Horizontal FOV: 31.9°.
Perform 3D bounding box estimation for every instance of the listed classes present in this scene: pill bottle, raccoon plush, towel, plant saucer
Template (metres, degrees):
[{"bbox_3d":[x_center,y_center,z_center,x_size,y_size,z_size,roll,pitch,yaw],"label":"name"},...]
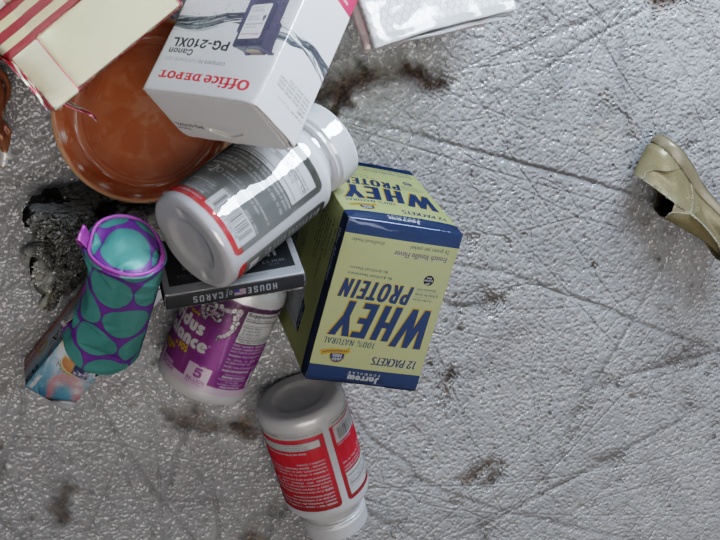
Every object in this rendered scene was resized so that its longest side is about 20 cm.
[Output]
[{"bbox_3d":[-0.054,0.238,1.585,0.112,0.112,0.200,-18,118,-7],"label":"pill bottle"},{"bbox_3d":[-0.153,0.046,1.467,0.112,0.112,0.200,17,108,-22],"label":"pill bottle"},{"bbox_3d":[-0.294,-0.009,1.374,0.097,0.200,0.134,-29,128,-44],"label":"raccoon plush"},{"bbox_3d":[0.065,-0.343,1.335,0.200,0.032,0.192,-19,98,-27],"label":"towel"},{"bbox_3d":[-0.104,-0.083,1.306,0.200,0.114,0.114,-41,123,-29],"label":"pill bottle"},{"bbox_3d":[-0.230,-0.171,1.345,0.200,0.032,0.201,0,89,5],"label":"plant saucer"}]

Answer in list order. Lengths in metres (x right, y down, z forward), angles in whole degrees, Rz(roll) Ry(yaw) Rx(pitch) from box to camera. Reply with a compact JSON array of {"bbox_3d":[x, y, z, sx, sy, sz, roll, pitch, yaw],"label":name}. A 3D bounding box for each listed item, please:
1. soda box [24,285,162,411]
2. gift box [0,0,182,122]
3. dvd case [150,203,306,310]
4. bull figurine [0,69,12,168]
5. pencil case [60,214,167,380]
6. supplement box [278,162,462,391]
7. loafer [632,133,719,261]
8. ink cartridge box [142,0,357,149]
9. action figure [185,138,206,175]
[{"bbox_3d":[-0.304,0.061,1.455,0.064,0.068,0.200,35,100,-26],"label":"soda box"},{"bbox_3d":[-0.286,-0.255,1.234,0.187,0.185,0.200,-37,100,2],"label":"gift box"},{"bbox_3d":[-0.154,-0.035,1.380,0.150,0.200,0.025,-10,127,-11],"label":"dvd case"},{"bbox_3d":[-0.461,-0.155,1.316,0.199,0.065,0.122,-11,121,-8],"label":"bull figurine"},{"bbox_3d":[-0.261,0.030,1.318,0.092,0.085,0.200,18,140,-8],"label":"pencil case"},{"bbox_3d":[0.000,0.000,1.439,0.134,0.200,0.200,8,112,-19],"label":"supplement box"},{"bbox_3d":[0.409,-0.082,1.591,0.067,0.076,0.200,-38,108,5],"label":"loafer"},{"bbox_3d":[-0.105,-0.232,1.257,0.084,0.144,0.200,46,61,-53],"label":"ink cartridge box"},{"bbox_3d":[-0.186,-0.171,1.380,0.118,0.055,0.200,22,95,9],"label":"action figure"}]
